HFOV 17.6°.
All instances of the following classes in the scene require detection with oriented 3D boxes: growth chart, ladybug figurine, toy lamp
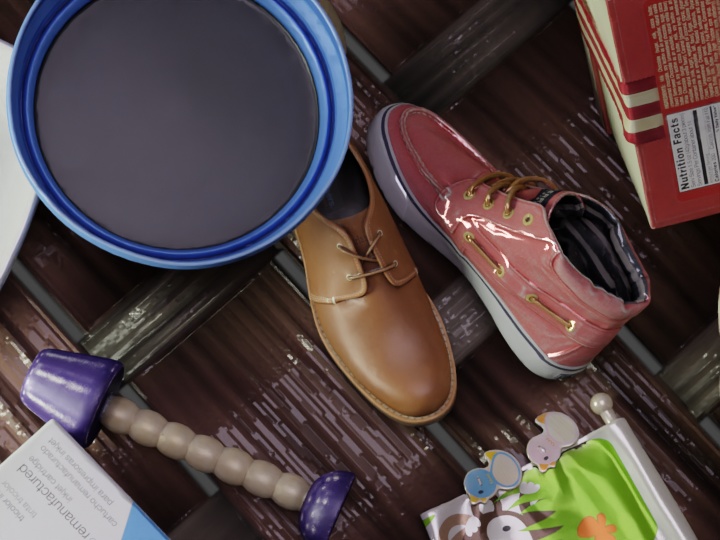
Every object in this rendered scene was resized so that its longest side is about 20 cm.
[{"bbox_3d":[0.104,0.174,1.371,0.200,0.018,0.145,-36,78,-13],"label":"growth chart"},{"bbox_3d":[-0.106,-0.131,1.421,0.200,0.072,0.136,-15,75,-7],"label":"ladybug figurine"},{"bbox_3d":[-0.103,0.101,1.364,0.200,0.058,0.058,24,74,2],"label":"toy lamp"}]

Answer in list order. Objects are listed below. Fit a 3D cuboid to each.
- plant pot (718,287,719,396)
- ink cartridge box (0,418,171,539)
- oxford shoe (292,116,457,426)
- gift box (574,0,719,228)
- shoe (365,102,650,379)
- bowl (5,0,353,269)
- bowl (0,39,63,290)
[{"bbox_3d":[0.287,0.049,1.328,0.200,0.183,0.201,1,74,-3],"label":"plant pot"},{"bbox_3d":[-0.196,0.208,1.313,0.200,0.085,0.145,-43,80,-12],"label":"ink cartridge box"},{"bbox_3d":[0.000,0.000,1.390,0.071,0.071,0.200,-24,78,-9],"label":"oxford shoe"},{"bbox_3d":[0.228,-0.149,1.364,0.200,0.185,0.187,-11,31,-1],"label":"gift box"},{"bbox_3d":[0.090,-0.036,1.382,0.071,0.091,0.200,-29,78,-41],"label":"shoe"},{"bbox_3d":[-0.105,-0.096,1.350,0.201,0.039,0.201,2,77,-8],"label":"bowl"},{"bbox_3d":[-0.286,-0.055,1.384,0.200,0.075,0.200,20,80,5],"label":"bowl"}]
